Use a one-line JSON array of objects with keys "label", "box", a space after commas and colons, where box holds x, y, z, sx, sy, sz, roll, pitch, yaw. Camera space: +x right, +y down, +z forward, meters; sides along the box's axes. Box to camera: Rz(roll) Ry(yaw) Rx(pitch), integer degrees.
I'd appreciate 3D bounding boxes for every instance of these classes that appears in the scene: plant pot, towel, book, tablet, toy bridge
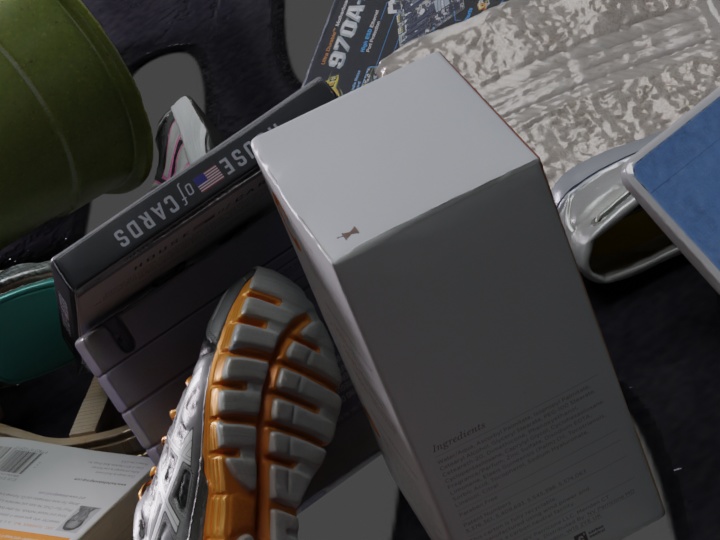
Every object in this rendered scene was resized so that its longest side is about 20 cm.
[{"label": "plant pot", "box": [-0.250, -0.065, 1.271, 0.200, 0.200, 0.190, 15, 51, 45]}, {"label": "towel", "box": [0.123, -0.094, 1.238, 0.200, 0.034, 0.133, -22, 63, -5]}, {"label": "book", "box": [-0.195, 0.159, 1.118, 0.134, 0.048, 0.200, 4, 40, 43]}, {"label": "tablet", "box": [0.235, -0.055, 1.119, 0.200, 0.130, 0.014, -37, -10, -21]}, {"label": "toy bridge", "box": [-0.136, 0.076, 1.218, 0.200, 0.027, 0.067, -11, 34, 20]}]

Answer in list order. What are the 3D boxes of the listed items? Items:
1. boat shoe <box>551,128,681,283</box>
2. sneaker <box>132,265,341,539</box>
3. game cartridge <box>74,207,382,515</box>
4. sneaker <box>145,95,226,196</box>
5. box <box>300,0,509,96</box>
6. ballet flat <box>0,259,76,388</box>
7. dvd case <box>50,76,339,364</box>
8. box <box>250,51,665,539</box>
[{"label": "boat shoe", "box": [0.194, -0.050, 1.157, 0.202, 0.075, 0.086, -24, 31, 3]}, {"label": "sneaker", "box": [-0.065, 0.094, 1.046, 0.077, 0.078, 0.200, -7, 66, 43]}, {"label": "game cartridge", "box": [-0.022, 0.034, 1.123, 0.200, 0.130, 0.038, -34, 5, -18]}, {"label": "sneaker", "box": [-0.101, -0.031, 1.315, 0.086, 0.080, 0.200, -36, 25, 5]}, {"label": "box", "box": [0.057, -0.146, 1.346, 0.159, 0.046, 0.200, 2, 61, 34]}, {"label": "ballet flat", "box": [-0.216, 0.037, 1.231, 0.200, 0.072, 0.072, -30, 33, -8]}, {"label": "dvd case", "box": [-0.081, -0.019, 1.118, 0.150, 0.025, 0.200, -35, -6, -12]}, {"label": "box", "box": [0.043, 0.026, 1.017, 0.097, 0.200, 0.124, -26, 32, -6]}]
